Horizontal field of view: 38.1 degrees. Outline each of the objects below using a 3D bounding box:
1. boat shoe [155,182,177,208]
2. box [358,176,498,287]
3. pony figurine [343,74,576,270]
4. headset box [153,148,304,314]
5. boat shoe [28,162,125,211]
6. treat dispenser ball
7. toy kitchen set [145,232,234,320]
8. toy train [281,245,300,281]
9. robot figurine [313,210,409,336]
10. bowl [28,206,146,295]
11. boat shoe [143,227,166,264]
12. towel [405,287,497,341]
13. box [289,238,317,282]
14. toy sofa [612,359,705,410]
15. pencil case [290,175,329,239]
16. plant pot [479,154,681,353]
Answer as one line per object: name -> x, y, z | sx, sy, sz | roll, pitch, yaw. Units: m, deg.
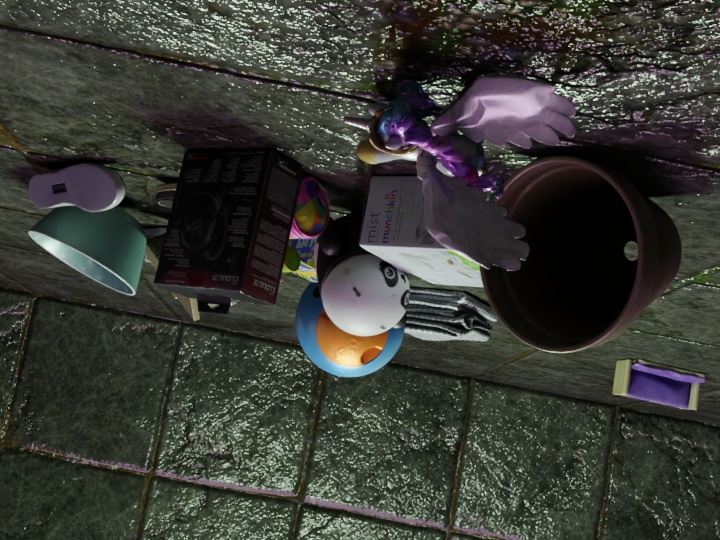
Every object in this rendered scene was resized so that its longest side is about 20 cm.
boat shoe -> -0.206, -0.082, 1.528 | 0.198, 0.066, 0.073 | 11, 169, -1
box -> 0.126, -0.042, 1.312 | 0.175, 0.098, 0.199 | 4, 168, 36
pony figurine -> 0.079, -0.105, 0.951 | 0.191, 0.168, 0.200 | 18, -175, 0
headset box -> -0.167, -0.046, 1.306 | 0.148, 0.202, 0.077 | 2, 167, 34
boat shoe -> -0.405, -0.124, 1.546 | 0.199, 0.072, 0.070 | -2, -169, 38
treat dispenser ball -> -0.018, 0.090, 1.884 | 0.199, 0.203, 0.201 | 10, 170, 2
toy kitchen set -> -0.254, -0.065, 1.714 | 0.162, 0.182, 0.200 | -23, -137, -23
toy train -> -0.133, -0.007, 1.518 | 0.115, 0.086, 0.199 | -16, 169, 32
robot figurine -> 0.002, 0.000, 1.427 | 0.149, 0.126, 0.201 | 9, -149, -14
bowl -> -0.435, -0.055, 1.725 | 0.199, 0.106, 0.201 | 25, 165, 7
boat shoe -> -0.375, -0.040, 1.921 | 0.198, 0.069, 0.073 | 4, 168, 32
towel -> 0.152, 0.095, 2.059 | 0.198, 0.087, 0.165 | 4, 169, 31
box -> -0.091, -0.035, 1.651 | 0.064, 0.071, 0.200 | 3, 167, 28
toy sofa -> 0.697, 0.267, 2.429 | 0.198, 0.084, 0.098 | 13, 171, -14
pencil case -> -0.132, -0.085, 1.406 | 0.199, 0.089, 0.088 | 5, 168, 41
plant pot -> 0.255, -0.021, 1.126 | 0.199, 0.202, 0.173 | 1, -176, 43
